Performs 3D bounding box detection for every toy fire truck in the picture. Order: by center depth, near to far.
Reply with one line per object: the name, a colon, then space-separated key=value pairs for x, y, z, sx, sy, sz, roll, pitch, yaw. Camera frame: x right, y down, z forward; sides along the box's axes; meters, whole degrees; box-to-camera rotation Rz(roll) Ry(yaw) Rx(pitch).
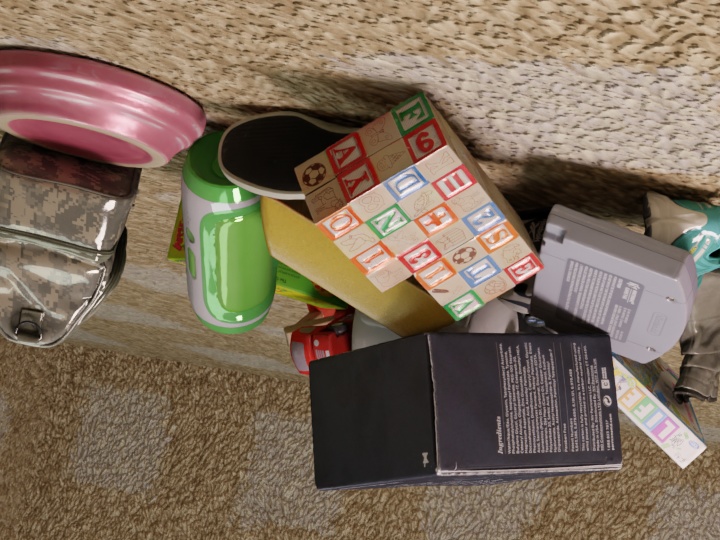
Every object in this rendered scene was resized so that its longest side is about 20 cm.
toy fire truck: x=-0.030 y=0.061 z=1.742 sx=0.141 sy=0.049 sz=0.200 roll=-5 pitch=-166 yaw=34

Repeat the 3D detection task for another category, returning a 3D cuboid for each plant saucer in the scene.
plant saucer: x=-0.234 y=-0.133 z=1.405 sx=0.200 sy=0.051 sz=0.201 roll=12 pitch=170 yaw=2
plant saucer: x=0.000 y=0.000 z=1.457 sx=0.200 sy=0.049 sz=0.200 roll=32 pitch=-174 yaw=5

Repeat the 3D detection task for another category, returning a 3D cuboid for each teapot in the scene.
teapot: x=0.092 y=0.062 z=1.658 sx=0.146 sy=0.200 sz=0.198 roll=12 pitch=134 yaw=31

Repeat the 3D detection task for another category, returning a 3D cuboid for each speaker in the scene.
speaker: x=-0.119 y=-0.032 z=1.504 sx=0.088 sy=0.089 sz=0.200 roll=11 pitch=139 yaw=7

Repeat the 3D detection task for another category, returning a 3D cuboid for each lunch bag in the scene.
lunch bag: x=-0.284 y=-0.035 z=1.524 sx=0.139 sy=0.168 sz=0.200 roll=15 pitch=-162 yaw=-10

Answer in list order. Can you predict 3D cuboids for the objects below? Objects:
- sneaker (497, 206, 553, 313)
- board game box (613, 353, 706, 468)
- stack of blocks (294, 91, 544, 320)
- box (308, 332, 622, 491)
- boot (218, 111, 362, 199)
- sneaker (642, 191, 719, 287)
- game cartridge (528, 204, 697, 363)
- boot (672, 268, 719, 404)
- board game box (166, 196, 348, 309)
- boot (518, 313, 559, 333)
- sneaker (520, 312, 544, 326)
sneaker: x=0.127 y=-0.033 z=1.492 sx=0.199 sy=0.080 sz=0.130 roll=33 pitch=148 yaw=-19
board game box: x=0.285 y=0.112 z=1.689 sx=0.134 sy=0.034 sz=0.200 roll=43 pitch=-166 yaw=-7
stack of blocks: x=0.049 y=-0.038 z=1.275 sx=0.115 sy=0.059 sz=0.200 roll=-31 pitch=142 yaw=12
box: x=0.088 y=0.126 z=1.441 sx=0.196 sy=0.124 sz=0.200 roll=1 pitch=170 yaw=-33
boot: x=-0.010 y=-0.080 z=1.384 sx=0.200 sy=0.073 sz=0.144 roll=5 pitch=171 yaw=19
sneaker: x=0.284 y=-0.014 z=1.401 sx=0.079 sy=0.078 sz=0.200 roll=1 pitch=169 yaw=13
game cartridge: x=0.212 y=0.016 z=1.375 sx=0.133 sy=0.041 sz=0.200 roll=24 pitch=160 yaw=11
boot: x=0.332 y=0.064 z=1.614 sx=0.068 sy=0.131 sz=0.200 roll=7 pitch=170 yaw=26
board game box: x=-0.091 y=-0.034 z=1.660 sx=0.200 sy=0.102 sz=0.048 roll=19 pitch=170 yaw=-37
boot: x=0.150 y=0.057 z=1.981 sx=0.200 sy=0.077 sz=0.168 roll=9 pitch=169 yaw=-20
sneaker: x=0.216 y=0.026 z=1.623 sx=0.112 sy=0.073 sz=0.200 roll=-8 pitch=175 yaw=-9
